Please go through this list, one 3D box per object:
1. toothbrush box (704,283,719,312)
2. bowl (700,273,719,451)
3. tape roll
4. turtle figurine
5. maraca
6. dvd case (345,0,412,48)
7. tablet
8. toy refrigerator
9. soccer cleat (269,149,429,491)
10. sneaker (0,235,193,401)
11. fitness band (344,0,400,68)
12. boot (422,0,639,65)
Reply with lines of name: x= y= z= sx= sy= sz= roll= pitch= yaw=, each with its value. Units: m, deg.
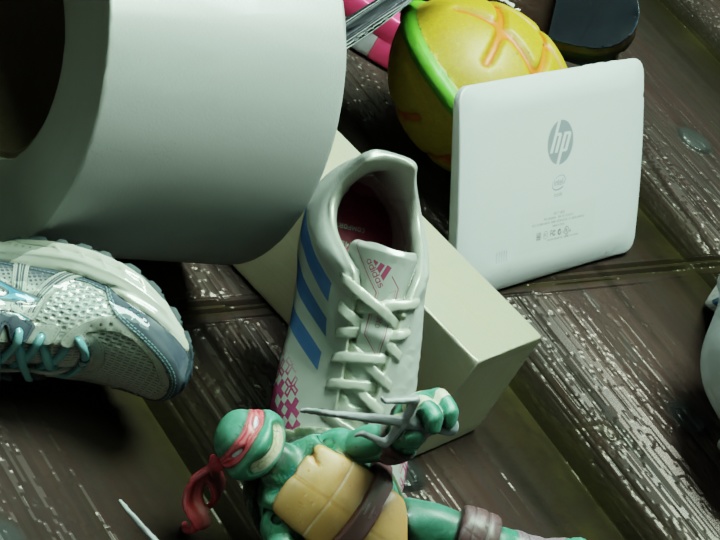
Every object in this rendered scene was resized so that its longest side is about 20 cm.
toothbrush box: x=0.332 y=0.039 z=1.264 sx=0.200 sy=0.085 sz=0.146 roll=35 pitch=-5 yaw=4
bowl: x=0.271 y=0.090 z=1.163 sx=0.201 sy=0.090 sz=0.201 roll=33 pitch=-6 yaw=4
tape roll: x=-0.119 y=-0.106 z=1.033 sx=0.139 sy=0.203 sz=0.203 roll=4 pitch=42 yaw=-37
turtle figurine: x=-0.002 y=0.113 z=0.915 sx=0.200 sy=0.150 sz=0.101 roll=34 pitch=7 yaw=-13
maraca: x=0.091 y=-0.110 z=1.308 sx=0.200 sy=0.107 sz=0.137 roll=24 pitch=38 yaw=-52
dvd case: x=-0.030 y=-0.128 z=1.195 sx=0.016 sy=0.149 sz=0.200 roll=58 pitch=33 yaw=-6
tablet: x=0.119 y=-0.060 z=1.251 sx=0.014 sy=0.130 sz=0.200 roll=12 pitch=17 yaw=37
toy refrigerator: x=0.000 y=0.000 z=1.107 sx=0.200 sy=0.076 sz=0.070 roll=45 pitch=35 yaw=21
soccer cleat: x=-0.003 y=0.034 z=0.987 sx=0.070 sy=0.086 sz=0.200 roll=7 pitch=69 yaw=-18
sneaker: x=-0.178 y=0.027 z=0.942 sx=0.200 sy=0.078 sz=0.086 roll=22 pitch=45 yaw=-3
fitness band: x=0.031 y=-0.191 z=1.424 sx=0.200 sy=0.037 sz=0.144 roll=32 pitch=32 yaw=-3
boot: x=0.095 y=-0.185 z=1.399 sx=0.200 sy=0.075 sz=0.097 roll=21 pitch=-7 yaw=10
